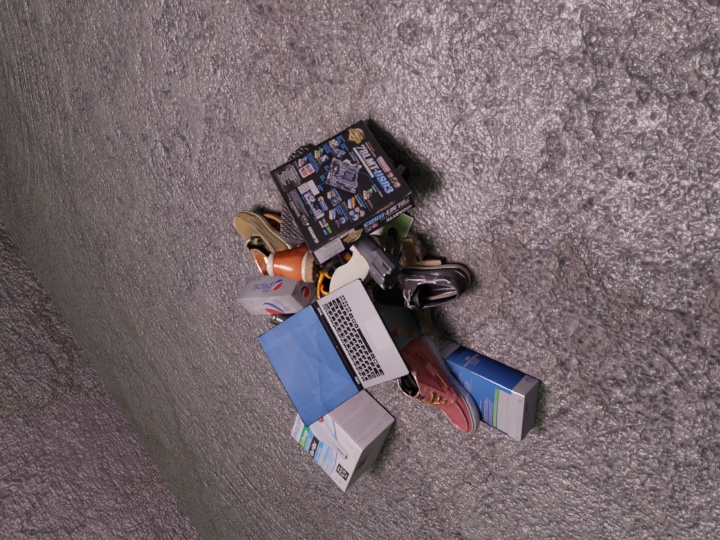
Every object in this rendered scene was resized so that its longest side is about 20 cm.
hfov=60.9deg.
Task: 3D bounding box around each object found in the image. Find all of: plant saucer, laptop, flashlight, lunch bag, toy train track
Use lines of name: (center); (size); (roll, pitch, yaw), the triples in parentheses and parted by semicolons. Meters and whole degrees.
plant saucer: (-0.186, -0.040, 1.440); (0.198, 0.037, 0.205); (25, 128, 36)
laptop: (-0.049, 0.149, 1.088); (0.198, 0.115, 0.190); (-27, 94, 42)
flashlight: (-0.002, -0.049, 1.106); (0.201, 0.067, 0.068); (49, 117, 26)
lunch bag: (-0.007, 0.138, 1.246); (0.198, 0.169, 0.124); (-20, 99, 47)
toy train track: (0.112, 0.024, 1.162); (0.112, 0.033, 0.204); (-2, 119, 25)

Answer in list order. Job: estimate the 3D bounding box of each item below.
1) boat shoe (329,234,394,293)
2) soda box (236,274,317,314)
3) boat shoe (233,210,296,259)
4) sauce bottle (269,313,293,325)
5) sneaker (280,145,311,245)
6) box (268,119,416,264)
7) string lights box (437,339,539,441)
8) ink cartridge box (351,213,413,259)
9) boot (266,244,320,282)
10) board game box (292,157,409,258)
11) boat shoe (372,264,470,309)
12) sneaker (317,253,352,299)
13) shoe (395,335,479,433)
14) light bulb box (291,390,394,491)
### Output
boat shoe: (0.001, 0.003, 1.203); (0.073, 0.059, 0.203); (58, 137, 22)
soda box: (-0.192, 0.054, 1.396); (0.197, 0.069, 0.064); (-6, 137, 41)
boat shoe: (-0.233, -0.075, 1.382); (0.198, 0.075, 0.073); (29, 131, 33)
sauce bottle: (-0.116, 0.142, 1.414); (0.197, 0.066, 0.067); (26, 131, 16)
sneaker: (-0.126, -0.157, 1.280); (0.068, 0.093, 0.205); (7, 98, 3)
box: (-0.035, -0.141, 1.060); (0.202, 0.196, 0.050); (58, 176, 31)
string lights box: (0.225, 0.218, 1.133); (0.197, 0.058, 0.105); (22, 127, 38)
ink cartridge box: (0.001, -0.103, 1.199); (0.196, 0.048, 0.147); (25, 133, 5)
boot: (-0.135, -0.023, 1.279); (0.104, 0.200, 0.077); (2, 97, 4)
board game box: (-0.016, -0.129, 1.092); (0.119, 0.201, 0.032); (34, 166, 25)
boat shoe: (0.101, 0.036, 1.112); (0.196, 0.063, 0.074); (-10, 116, 30)
sneaker: (-0.061, 0.052, 1.330); (0.077, 0.077, 0.204); (26, 131, 31)
shoe: (0.132, 0.223, 1.117); (0.202, 0.090, 0.071); (58, 140, 7)
light bulb box: (-0.047, 0.374, 1.466); (0.199, 0.124, 0.201); (39, 136, 22)
